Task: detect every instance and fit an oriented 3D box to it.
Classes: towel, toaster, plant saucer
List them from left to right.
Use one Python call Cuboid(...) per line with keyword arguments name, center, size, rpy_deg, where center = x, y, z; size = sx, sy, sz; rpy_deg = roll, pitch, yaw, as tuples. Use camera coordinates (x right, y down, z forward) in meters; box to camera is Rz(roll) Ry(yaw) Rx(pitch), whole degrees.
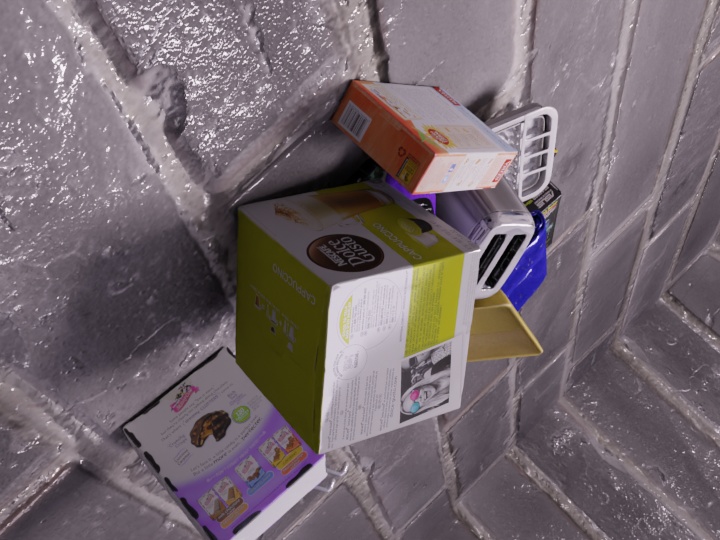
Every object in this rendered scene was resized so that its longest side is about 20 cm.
Cuboid(name="plant saucer", center=(0.151, 0.077, 1.449), size=(0.197, 0.049, 0.200), rpy_deg=(-7, 153, 22))
Cuboid(name="toaster", center=(0.144, -0.055, 1.294), size=(0.112, 0.130, 0.202), rpy_deg=(-1, 133, -37))
Cuboid(name="towel", center=(0.230, 0.010, 1.482), size=(0.147, 0.050, 0.200), rpy_deg=(-42, 156, -8))

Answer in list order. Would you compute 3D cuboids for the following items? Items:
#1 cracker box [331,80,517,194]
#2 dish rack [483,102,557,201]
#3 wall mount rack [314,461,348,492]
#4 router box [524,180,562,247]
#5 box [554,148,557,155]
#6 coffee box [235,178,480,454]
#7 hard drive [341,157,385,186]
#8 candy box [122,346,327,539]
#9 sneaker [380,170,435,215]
Cuboid(name="cracker box", center=(0.077, -0.152, 1.124), size=(0.199, 0.134, 0.058), rpy_deg=(-11, 139, -54))
Cuboid(name="dish rack", center=(0.174, -0.145, 1.358), size=(0.197, 0.044, 0.173), rpy_deg=(-24, 144, -13))
Cuboid(name="wall mount rack", center=(-0.045, 0.270, 1.654), size=(0.201, 0.073, 0.176), rpy_deg=(117, -14, -62))
Cuboid(name="router box", center=(0.217, -0.039, 1.524), size=(0.199, 0.062, 0.151), rpy_deg=(-40, 157, -16))
Cuboid(name="box", center=(0.205, -0.114, 1.526), size=(0.159, 0.049, 0.202), rpy_deg=(-15, 141, -55))
Cuboid(name="coffee box", center=(-0.012, 0.042, 1.083), size=(0.195, 0.199, 0.203), rpy_deg=(-13, 122, -31))
Cuboid(name="hard drive", center=(-0.008, -0.025, 1.220), size=(0.200, 0.038, 0.140), rpy_deg=(-46, 123, -2))
Cuboid(name="candy box", center=(-0.166, 0.224, 1.216), size=(0.167, 0.200, 0.072), rpy_deg=(-37, 155, -20))
Cuboid(name="sneaker", center=(0.074, -0.038, 1.172), size=(0.068, 0.099, 0.204), rpy_deg=(-10, 112, -22))
